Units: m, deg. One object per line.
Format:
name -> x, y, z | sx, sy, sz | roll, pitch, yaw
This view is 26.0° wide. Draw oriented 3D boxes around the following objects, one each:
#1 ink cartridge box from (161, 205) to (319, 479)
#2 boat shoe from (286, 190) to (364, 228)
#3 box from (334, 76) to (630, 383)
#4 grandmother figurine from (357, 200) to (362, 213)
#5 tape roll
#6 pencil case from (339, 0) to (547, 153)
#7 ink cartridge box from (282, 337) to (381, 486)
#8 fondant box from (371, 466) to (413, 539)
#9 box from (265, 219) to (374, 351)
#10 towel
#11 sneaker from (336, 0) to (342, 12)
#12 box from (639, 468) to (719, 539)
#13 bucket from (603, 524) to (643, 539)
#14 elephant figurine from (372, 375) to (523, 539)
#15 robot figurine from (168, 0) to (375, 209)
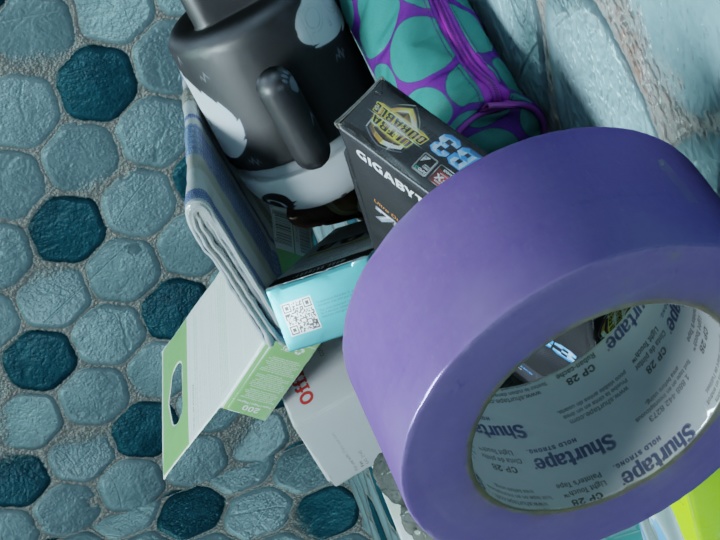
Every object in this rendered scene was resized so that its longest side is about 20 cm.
ink cartridge box -> -0.100, 0.061, 1.263 | 0.200, 0.048, 0.146 | -55, 29, 36
boat shoe -> 0.001, -0.079, 1.289 | 0.072, 0.072, 0.200 | 52, -148, -2
box -> 0.083, -0.001, 0.955 | 0.199, 0.050, 0.199 | 38, 167, 24
grandmother figurine -> 0.039, -0.086, 1.163 | 0.060, 0.122, 0.200 | 25, -160, -22
tape roll -> 0.097, 0.038, 0.734 | 0.201, 0.198, 0.085 | 77, 169, -45
pencil case -> 0.050, -0.146, 1.045 | 0.093, 0.084, 0.201 | 104, 148, -48
ink cartridge box -> 0.027, 0.059, 1.277 | 0.086, 0.199, 0.147 | 60, -179, -40
fondant box -> 0.084, 0.151, 1.319 | 0.201, 0.143, 0.058 | 67, -171, 22
box -> 0.000, 0.000, 1.171 | 0.200, 0.082, 0.050 | -46, -63, -70
towel -> -0.098, -0.055, 1.147 | 0.201, 0.024, 0.147 | -102, -13, -50
sneaker -> -0.043, -0.227, 1.193 | 0.199, 0.076, 0.115 | 36, 150, -25
box -> 0.205, 0.174, 0.904 | 0.122, 0.047, 0.202 | -135, 26, -74
bucket -> 0.162, 0.278, 1.148 | 0.207, 0.134, 0.209 | 160, 90, -82
elephant figurine -> 0.105, 0.101, 1.114 | 0.142, 0.200, 0.155 | 51, 141, -12
robot figurine -> -0.061, -0.140, 1.116 | 0.201, 0.124, 0.151 | 62, -140, -27
